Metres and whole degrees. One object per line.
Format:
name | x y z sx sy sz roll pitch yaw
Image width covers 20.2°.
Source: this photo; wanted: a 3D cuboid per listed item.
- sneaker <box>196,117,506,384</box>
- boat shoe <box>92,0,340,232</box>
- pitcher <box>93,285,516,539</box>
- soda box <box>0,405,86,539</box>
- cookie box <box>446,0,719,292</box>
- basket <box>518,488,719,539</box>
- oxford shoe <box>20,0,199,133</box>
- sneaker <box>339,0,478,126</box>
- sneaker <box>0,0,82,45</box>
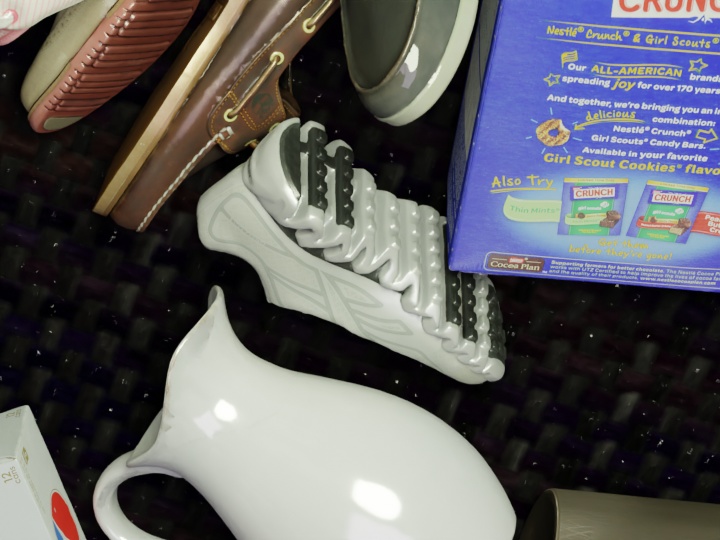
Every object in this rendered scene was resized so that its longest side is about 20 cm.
sneaker | 0.000 0.000 1.036 0.081 0.075 0.200 -28 130 31
boat shoe | -0.058 -0.097 1.000 0.070 0.070 0.200 32 105 -13
pitcher | -0.034 0.126 1.073 0.199 0.121 0.172 32 126 -4
soda box | -0.176 0.180 1.097 0.063 0.068 0.201 -17 111 3
cookie box | 0.138 -0.088 0.979 0.170 0.075 0.201 5 134 -6
basket | 0.182 0.199 1.098 0.199 0.136 0.182 15 91 -5
oxford shoe | -0.114 -0.157 0.988 0.075 0.070 0.200 42 107 12
sneaker | -0.007 -0.169 0.919 0.106 0.201 0.075 18 154 -37
sneaker | -0.194 -0.148 0.895 0.199 0.075 0.105 -11 103 -33
